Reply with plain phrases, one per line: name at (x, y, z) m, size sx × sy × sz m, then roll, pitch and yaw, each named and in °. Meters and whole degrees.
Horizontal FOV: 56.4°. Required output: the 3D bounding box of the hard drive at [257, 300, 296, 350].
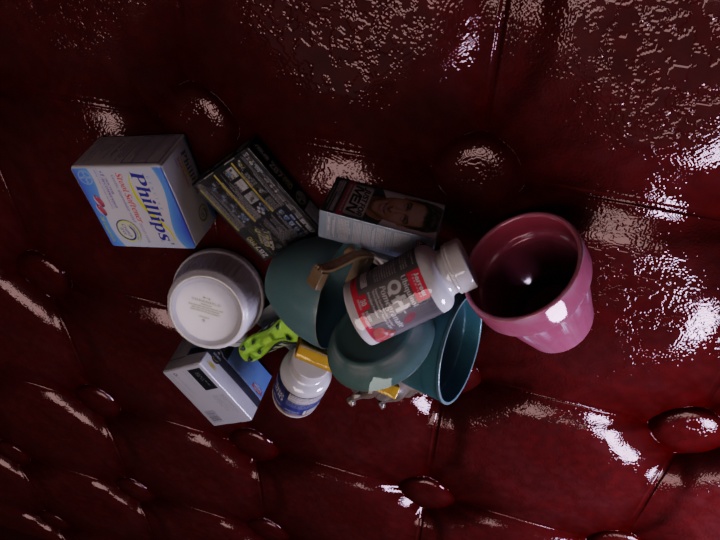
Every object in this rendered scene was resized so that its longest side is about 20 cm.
hard drive at (-0.121, 0.129, 1.440) m, size 0.199 × 0.033 × 0.139 m, roll 41°, pitch 132°, yaw -18°

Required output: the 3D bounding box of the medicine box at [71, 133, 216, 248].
medicine box at (-0.397, -0.145, 1.249) m, size 0.196 × 0.104 × 0.184 m, roll 3°, pitch 132°, yaw 21°

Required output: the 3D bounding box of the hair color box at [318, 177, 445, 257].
hair color box at (0.036, -0.085, 1.133) m, size 0.196 × 0.100 × 0.061 m, roll 15°, pitch 134°, yaw 8°

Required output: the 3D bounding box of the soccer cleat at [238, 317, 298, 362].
soccer cleat at (-0.163, 0.127, 1.390) m, size 0.197 × 0.081 × 0.068 m, roll -25°, pitch 99°, yaw 13°

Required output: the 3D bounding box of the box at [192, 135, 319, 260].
box at (-0.183, -0.124, 1.221) m, size 0.160 × 0.050 × 0.200 m, roll -25°, pitch 118°, yaw 34°

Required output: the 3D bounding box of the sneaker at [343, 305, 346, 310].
sneaker at (-0.002, 0.128, 1.364) m, size 0.102 × 0.060 × 0.202 m, roll 17°, pitch 122°, yaw -6°

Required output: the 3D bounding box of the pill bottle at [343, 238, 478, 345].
pill bottle at (0.080, 0.029, 1.056) m, size 0.197 × 0.112 × 0.111 m, roll -26°, pitch 120°, yaw 15°

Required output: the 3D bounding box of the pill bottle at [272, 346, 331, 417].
pill bottle at (-0.121, 0.227, 1.415) m, size 0.109 × 0.112 × 0.201 m, roll 24°, pitch 146°, yaw -1°

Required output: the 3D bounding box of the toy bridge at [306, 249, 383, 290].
toy bridge at (-0.001, -0.001, 1.123) m, size 0.027 × 0.198 × 0.068 m, roll 41°, pitch 116°, yaw 36°

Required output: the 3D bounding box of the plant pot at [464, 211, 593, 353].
plant pot at (0.291, 0.038, 1.093) m, size 0.197 × 0.203 × 0.179 m, roll -14°, pitch 140°, yaw 31°

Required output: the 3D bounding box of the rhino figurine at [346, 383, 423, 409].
rhino figurine at (0.066, 0.249, 1.415) m, size 0.197 × 0.061 × 0.087 m, roll 12°, pitch 137°, yaw -40°

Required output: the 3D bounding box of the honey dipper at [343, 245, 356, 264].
honey dipper at (0.000, 0.000, 1.204) m, size 0.037 × 0.039 × 0.200 m, roll 6°, pitch 162°, yaw 16°

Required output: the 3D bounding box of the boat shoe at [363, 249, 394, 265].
boat shoe at (0.102, -0.018, 1.210) m, size 0.196 × 0.058 × 0.067 m, roll 18°, pitch 171°, yaw 11°

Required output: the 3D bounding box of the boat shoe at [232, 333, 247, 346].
boat shoe at (-0.321, 0.089, 1.454) m, size 0.199 × 0.074 × 0.067 m, roll 38°, pitch 134°, yaw -14°

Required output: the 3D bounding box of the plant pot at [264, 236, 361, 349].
plant pot at (-0.094, 0.026, 1.215) m, size 0.132 × 0.201 × 0.203 m, roll 15°, pitch 136°, yaw 19°

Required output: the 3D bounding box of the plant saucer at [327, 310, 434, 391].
plant saucer at (0.027, 0.108, 1.136) m, size 0.196 × 0.203 × 0.036 m, roll -5°, pitch 137°, yaw 26°

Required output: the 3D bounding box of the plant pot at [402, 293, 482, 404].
plant pot at (0.103, 0.121, 1.241) m, size 0.185 × 0.201 × 0.203 m, roll 14°, pitch 136°, yaw 27°

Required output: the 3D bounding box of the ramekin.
ramekin at (-0.299, 0.065, 1.363) m, size 0.198 × 0.095 × 0.206 m, roll 3°, pitch 113°, yaw 6°

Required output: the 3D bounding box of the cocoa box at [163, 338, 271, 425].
cocoa box at (-0.327, 0.240, 1.554) m, size 0.131 × 0.132 × 0.201 m, roll -15°, pitch 124°, yaw 32°

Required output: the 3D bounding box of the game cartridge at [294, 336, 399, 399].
game cartridge at (-0.027, 0.172, 1.262) m, size 0.197 × 0.176 × 0.033 m, roll 26°, pitch 93°, yaw -5°
